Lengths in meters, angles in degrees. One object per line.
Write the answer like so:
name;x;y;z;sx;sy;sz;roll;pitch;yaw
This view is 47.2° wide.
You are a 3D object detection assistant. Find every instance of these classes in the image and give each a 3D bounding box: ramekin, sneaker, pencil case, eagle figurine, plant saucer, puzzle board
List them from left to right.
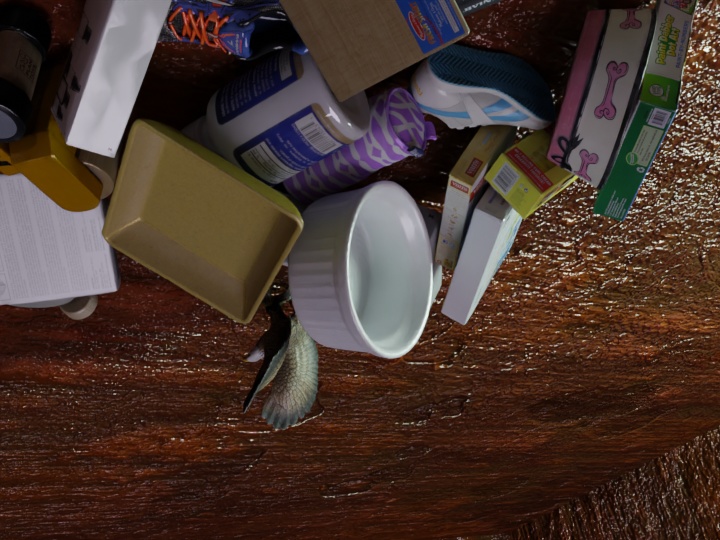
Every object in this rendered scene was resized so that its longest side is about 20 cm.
plant saucer;-0.170;-0.057;0.897;0.197;0.049;0.201;31;136;-5
sneaker;-0.128;-0.243;0.789;0.195;0.080;0.076;-8;150;-11
eagle figurine;-0.129;0.131;1.297;0.148;0.204;0.152;3;147;-26
puzzle board;-0.010;-0.268;0.734;0.148;0.018;0.202;-20;116;31
pencil case;-0.008;-0.144;0.973;0.197;0.086;0.084;-18;163;39
ramekin;0.000;0.000;0.978;0.096;0.205;0.200;-2;160;33
sneaker;0.146;-0.208;0.981;0.196;0.078;0.081;11;151;-26

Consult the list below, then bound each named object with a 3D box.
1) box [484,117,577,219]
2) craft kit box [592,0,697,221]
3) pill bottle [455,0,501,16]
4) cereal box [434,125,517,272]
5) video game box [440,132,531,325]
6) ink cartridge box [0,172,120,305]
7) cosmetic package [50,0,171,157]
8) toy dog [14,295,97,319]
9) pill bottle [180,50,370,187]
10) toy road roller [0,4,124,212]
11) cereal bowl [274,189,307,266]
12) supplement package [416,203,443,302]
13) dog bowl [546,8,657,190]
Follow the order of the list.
box;0.242;-0.142;1.031;0.198;0.076;0.050;-32;164;-37
craft kit box;0.329;-0.196;0.952;0.047;0.200;0.201;18;151;11
pill bottle;0.094;-0.295;0.769;0.196;0.108;0.106;-20;150;10
cereal box;0.153;-0.108;1.088;0.039;0.145;0.201;28;154;14
video game box;0.181;-0.056;1.110;0.046;0.183;0.202;28;139;15
ink cartridge box;-0.394;-0.044;0.969;0.195;0.047;0.164;-6;116;-9
cosmetic package;-0.212;-0.211;0.718;0.050;0.083;0.203;12;112;-38
toy dog;-0.442;0.001;1.085;0.195;0.098;0.133;9;150;-8
pill bottle;-0.099;-0.160;0.899;0.197;0.122;0.119;-24;149;24
toy road roller;-0.344;-0.150;0.821;0.143;0.126;0.200;-10;148;20
cereal bowl;-0.123;-0.059;1.046;0.195;0.085;0.200;17;179;0
supplement package;0.044;-0.002;1.186;0.118;0.123;0.201;23;154;16
dog bowl;0.267;-0.199;0.931;0.072;0.203;0.202;16;151;9
